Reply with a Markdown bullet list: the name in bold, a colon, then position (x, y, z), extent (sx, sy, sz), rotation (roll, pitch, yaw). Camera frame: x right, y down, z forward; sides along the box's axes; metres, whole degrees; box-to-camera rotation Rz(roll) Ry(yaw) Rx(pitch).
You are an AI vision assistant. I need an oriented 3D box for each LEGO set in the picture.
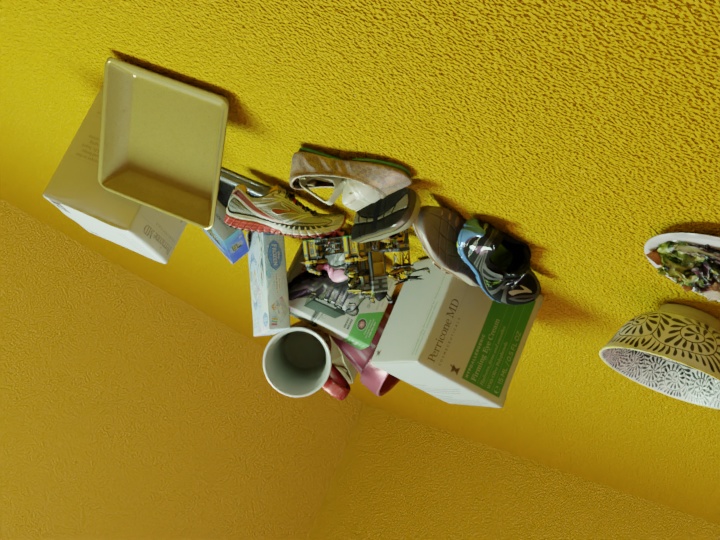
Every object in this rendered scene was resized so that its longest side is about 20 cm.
- **LEGO set**: position (0.000, 0.000, 1.503), extent (0.153, 0.117, 0.199), rotation (-8, -177, -39)

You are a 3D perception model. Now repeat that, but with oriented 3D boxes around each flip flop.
- **flip flop**: position (0.040, -0.076, 1.320), extent (0.057, 0.082, 0.200), rotation (17, 171, -24)

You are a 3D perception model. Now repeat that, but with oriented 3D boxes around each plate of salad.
- **plate of salad**: position (0.411, 0.014, 1.042), extent (0.199, 0.048, 0.200), rotation (24, 167, 6)

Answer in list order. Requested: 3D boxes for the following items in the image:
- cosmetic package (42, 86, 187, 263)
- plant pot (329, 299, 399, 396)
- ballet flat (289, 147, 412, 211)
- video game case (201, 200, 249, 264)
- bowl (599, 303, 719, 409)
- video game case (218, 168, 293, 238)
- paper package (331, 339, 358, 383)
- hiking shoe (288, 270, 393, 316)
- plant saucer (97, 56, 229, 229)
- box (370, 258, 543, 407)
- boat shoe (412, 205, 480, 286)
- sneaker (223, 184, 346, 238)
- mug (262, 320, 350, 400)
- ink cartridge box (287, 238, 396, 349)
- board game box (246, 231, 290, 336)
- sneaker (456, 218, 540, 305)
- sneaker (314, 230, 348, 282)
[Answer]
- **cosmetic package**: position (-0.358, -0.148, 1.482), extent (0.164, 0.201, 0.165), rotation (21, 168, 16)
- **plant pot**: position (0.033, 0.133, 1.966), extent (0.179, 0.200, 0.200), rotation (37, 171, 15)
- **ballet flat**: position (-0.019, -0.118, 1.271), extent (0.199, 0.068, 0.068), rotation (14, 168, 39)
- **video game case**: position (-0.280, -0.109, 1.689), extent (0.181, 0.045, 0.200), rotation (48, 170, 7)
- **bowl**: position (0.434, 0.105, 1.267), extent (0.199, 0.095, 0.201), rotation (23, 168, 5)
- **video game case**: position (-0.203, -0.128, 1.690), extent (0.181, 0.022, 0.200), rotation (23, 167, 7)
- **paper package**: position (-0.060, 0.162, 2.217), extent (0.103, 0.192, 0.200), rotation (29, 166, -21)
- **hiking shoe**: position (-0.043, 0.043, 1.718), extent (0.198, 0.101, 0.076), rotation (-11, -164, 13)
- **plant saucer**: position (-0.271, -0.183, 1.323), extent (0.199, 0.201, 0.048), rotation (22, -150, 16)
- **box**: position (0.154, 0.098, 1.524), extent (0.171, 0.200, 0.200), rotation (28, 166, -15)
- **boat shoe**: position (0.120, -0.034, 1.343), extent (0.071, 0.076, 0.200), rotation (17, 164, 38)
- **sneaker**: position (-0.121, -0.098, 1.534), extent (0.198, 0.083, 0.078), rotation (8, -176, -4)
- **mug**: position (-0.109, 0.186, 1.870), extent (0.200, 0.133, 0.179), rotation (-79, -35, -85)
- **ink cartridge box**: position (-0.050, 0.044, 1.812), extent (0.199, 0.147, 0.084), rotation (26, 168, -7)
- **board game box**: position (-0.170, 0.015, 1.716), extent (0.043, 0.201, 0.200), rotation (-2, 174, -15)
- **sneaker**: position (0.206, -0.001, 1.315), extent (0.082, 0.071, 0.200), rotation (22, 166, 41)
- **sneaker**: position (-0.055, -0.046, 1.670), extent (0.200, 0.079, 0.096), rotation (23, 138, 64)
